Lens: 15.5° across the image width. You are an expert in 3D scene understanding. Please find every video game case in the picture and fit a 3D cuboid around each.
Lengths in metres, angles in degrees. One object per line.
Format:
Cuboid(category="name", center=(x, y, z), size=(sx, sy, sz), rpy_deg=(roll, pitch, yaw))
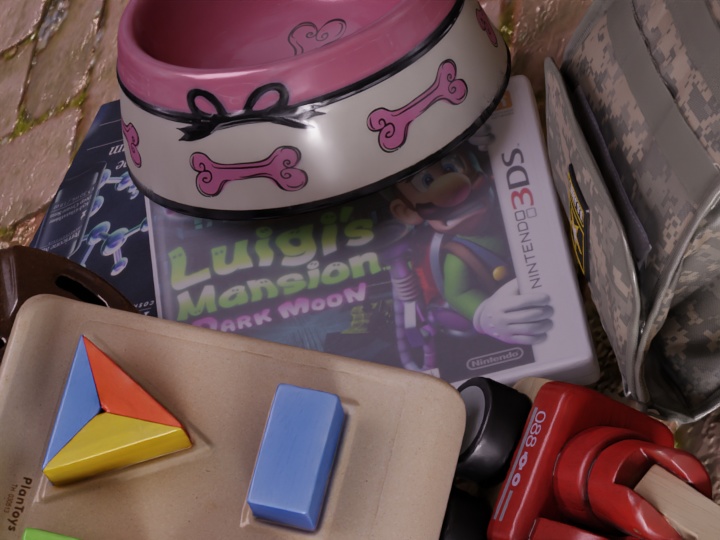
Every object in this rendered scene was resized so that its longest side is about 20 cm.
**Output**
Cuboid(category="video game case", center=(0.000, 0.000, 1.262), size=(0.200, 0.023, 0.182), rpy_deg=(-14, 51, 5))

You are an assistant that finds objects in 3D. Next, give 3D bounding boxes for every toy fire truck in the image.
Cuboid(category="toy fire truck", center=(0.108, 0.145, 1.101), size=(0.200, 0.129, 0.176), rpy_deg=(5, 71, 65))

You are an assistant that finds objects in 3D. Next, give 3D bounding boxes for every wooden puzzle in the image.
Cuboid(category="wooden puzzle", center=(-0.070, 0.110, 1.108), size=(0.046, 0.200, 0.185), rpy_deg=(87, -164, -71))

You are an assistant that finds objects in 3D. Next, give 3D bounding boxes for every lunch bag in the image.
Cuboid(category="lunch bag", center=(0.154, -0.052, 1.160), size=(0.200, 0.118, 0.164), rpy_deg=(-56, 31, 30))

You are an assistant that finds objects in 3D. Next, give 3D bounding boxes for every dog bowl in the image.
Cuboid(category="dog bowl", center=(-0.031, -0.110, 1.305), size=(0.200, 0.074, 0.200), rpy_deg=(-13, 32, 8))

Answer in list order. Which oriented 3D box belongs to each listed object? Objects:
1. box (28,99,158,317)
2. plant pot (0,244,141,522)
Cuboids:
Cuboid(category="box", center=(-0.093, 0.001, 1.408), size=(0.148, 0.107, 0.200), rpy_deg=(-13, 43, 40))
Cuboid(category="plant pot", center=(-0.175, 0.104, 1.254), size=(0.198, 0.200, 0.200), rpy_deg=(106, 165, -50))
